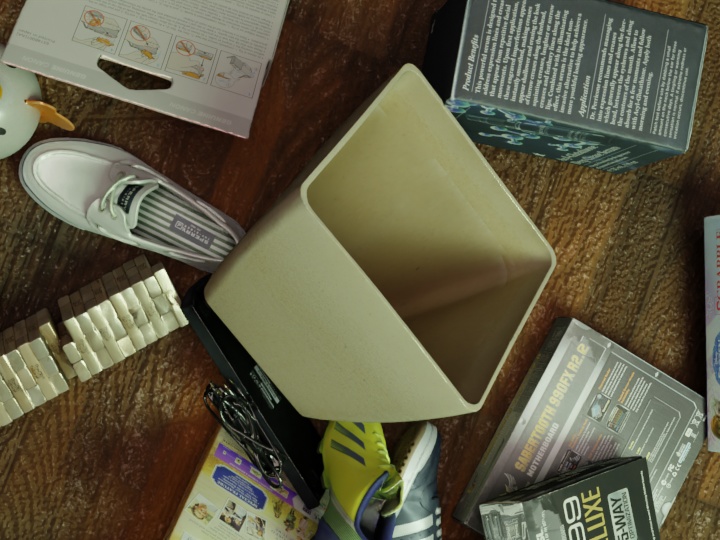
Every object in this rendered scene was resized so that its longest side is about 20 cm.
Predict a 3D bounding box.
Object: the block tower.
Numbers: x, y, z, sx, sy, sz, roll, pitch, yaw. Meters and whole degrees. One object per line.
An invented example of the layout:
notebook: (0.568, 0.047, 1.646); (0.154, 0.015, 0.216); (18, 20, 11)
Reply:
block tower: (-0.238, 0.059, 1.030); (0.199, 0.058, 0.054); (-28, 116, -7)

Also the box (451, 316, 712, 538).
box: (0.194, 0.165, 1.105); (0.157, 0.048, 0.201); (30, 83, -6)

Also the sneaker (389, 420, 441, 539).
sneaker: (0.054, 0.233, 1.069); (0.107, 0.070, 0.202); (22, 89, -5)

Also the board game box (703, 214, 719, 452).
board game box: (0.389, 0.054, 1.119); (0.197, 0.041, 0.203); (1, 88, -25)

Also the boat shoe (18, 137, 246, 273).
boat shoe: (-0.182, -0.058, 1.044); (0.198, 0.067, 0.074); (20, 85, -8)

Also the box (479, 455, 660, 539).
box: (0.179, 0.261, 1.010); (0.157, 0.050, 0.202); (-8, 87, -42)

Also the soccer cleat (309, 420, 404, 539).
soccer cleat: (0.007, 0.170, 1.011); (0.083, 0.201, 0.065); (-33, 116, 25)

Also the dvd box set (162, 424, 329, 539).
dvd box set: (-0.075, 0.212, 0.992); (0.146, 0.200, 0.029); (34, 113, -7)

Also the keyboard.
keyboard: (-0.093, 0.105, 1.040); (0.039, 0.104, 0.201); (-30, 96, 19)

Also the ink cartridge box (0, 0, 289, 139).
ink cartridge box: (-0.167, -0.191, 1.027); (0.198, 0.045, 0.178); (17, 59, -8)

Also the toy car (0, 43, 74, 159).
toy car: (-0.315, -0.138, 0.985); (0.198, 0.177, 0.187); (7, 84, -21)

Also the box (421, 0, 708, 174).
box: (0.159, -0.158, 1.061); (0.198, 0.148, 0.108); (12, 86, -8)

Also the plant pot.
plant pot: (0.000, 0.000, 0.987); (0.201, 0.176, 0.200); (51, 42, -14)
